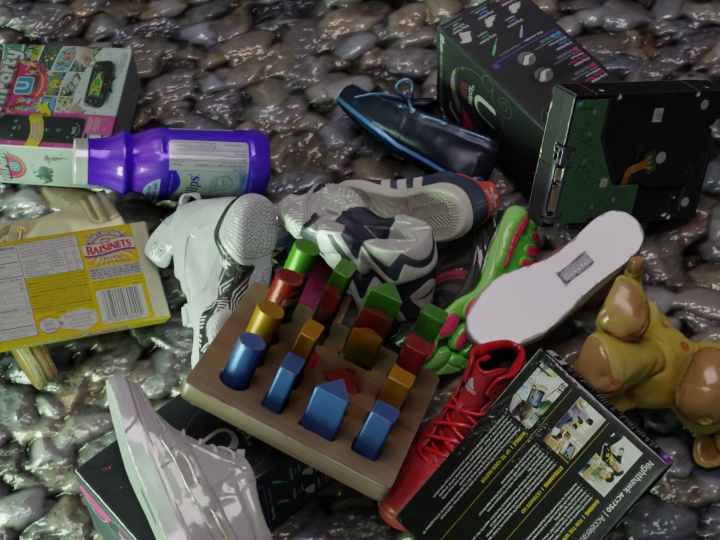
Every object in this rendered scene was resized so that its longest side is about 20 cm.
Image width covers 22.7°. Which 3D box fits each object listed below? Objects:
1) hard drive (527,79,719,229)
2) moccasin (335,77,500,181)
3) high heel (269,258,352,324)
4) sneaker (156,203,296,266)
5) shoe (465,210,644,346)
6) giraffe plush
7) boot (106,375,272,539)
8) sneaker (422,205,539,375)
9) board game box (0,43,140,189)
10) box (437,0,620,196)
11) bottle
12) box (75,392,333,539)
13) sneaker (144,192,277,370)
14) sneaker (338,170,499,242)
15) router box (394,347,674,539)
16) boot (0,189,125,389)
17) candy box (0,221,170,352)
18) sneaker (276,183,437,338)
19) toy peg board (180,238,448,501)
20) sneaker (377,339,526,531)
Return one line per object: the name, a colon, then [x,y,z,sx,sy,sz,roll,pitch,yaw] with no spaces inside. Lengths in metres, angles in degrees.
hard drive: [0.260,-0.115,1.749,0.199,0.141,0.038,-7,28,-34]
moccasin: [0.064,-0.146,1.861,0.199,0.080,0.068,34,86,26]
high heel: [-0.032,0.067,1.720,0.095,0.068,0.201,-17,39,4]
sneaker: [-0.111,-0.038,1.808,0.198,0.072,0.073,-3,92,13]
shoe: [0.187,0.023,1.729,0.199,0.091,0.072,-35,72,-10]
giraffe plush: [0.283,0.098,1.646,0.161,0.174,0.200,26,24,10]
boot: [-0.145,0.168,1.528,0.095,0.074,0.201,-18,65,-17]
sneaker: [0.103,0.022,1.755,0.083,0.077,0.200,6,52,46]
board game box: [-0.348,-0.168,1.919,0.198,0.064,0.148,3,53,7]
box: [0.177,-0.175,1.842,0.106,0.123,0.200,-31,57,-19]
bottle: [-0.193,-0.108,1.829,0.198,0.084,0.066,1,66,-12]
box: [-0.137,0.185,1.616,0.200,0.106,0.122,-37,60,-21]
sneaker: [-0.151,0.019,1.740,0.114,0.075,0.202,11,89,36]
sneaker: [0.055,-0.062,1.788,0.199,0.076,0.084,5,20,45]
router box: [0.149,0.190,1.550,0.149,0.051,0.200,43,98,14]
boot: [-0.288,0.014,1.777,0.154,0.073,0.201,-19,52,-12]
candy box: [-0.287,0.016,1.717,0.199,0.026,0.103,-9,74,-29]
sneaker: [0.000,0.000,1.713,0.198,0.130,0.079,17,40,38]
toy peg board: [-0.026,0.073,1.587,0.199,0.098,0.199,27,30,3]
sneaker: [0.082,0.137,1.631,0.078,0.116,0.200,27,60,22]
